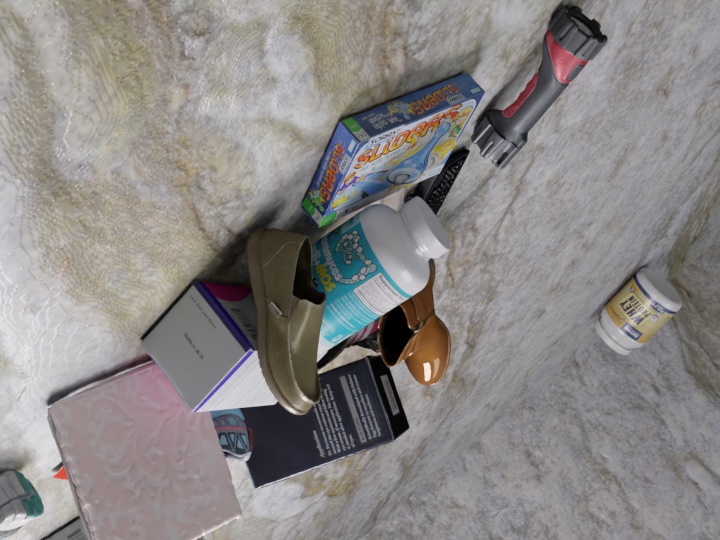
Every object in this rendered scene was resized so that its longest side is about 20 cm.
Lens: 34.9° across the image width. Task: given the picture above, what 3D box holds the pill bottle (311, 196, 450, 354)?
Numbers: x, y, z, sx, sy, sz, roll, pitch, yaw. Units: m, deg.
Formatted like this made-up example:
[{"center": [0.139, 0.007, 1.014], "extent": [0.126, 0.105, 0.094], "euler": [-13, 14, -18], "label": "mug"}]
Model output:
[{"center": [0.000, 0.000, 1.280], "extent": [0.199, 0.111, 0.111], "euler": [-33, 164, 15], "label": "pill bottle"}]

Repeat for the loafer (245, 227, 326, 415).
[{"center": [-0.070, 0.051, 1.197], "extent": [0.067, 0.202, 0.076], "euler": [-11, -176, 21], "label": "loafer"}]

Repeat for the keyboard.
[{"center": [0.085, -0.067, 1.487], "extent": [0.104, 0.040, 0.201], "euler": [-29, 157, -35], "label": "keyboard"}]

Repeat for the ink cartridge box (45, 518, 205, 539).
[{"center": [-0.320, 0.391, 1.532], "extent": [0.199, 0.146, 0.083], "euler": [-30, 160, -30], "label": "ink cartridge box"}]

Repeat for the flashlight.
[{"center": [0.205, -0.218, 1.359], "extent": [0.200, 0.068, 0.068], "euler": [-49, -166, 34], "label": "flashlight"}]

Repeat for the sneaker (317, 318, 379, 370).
[{"center": [-0.024, 0.087, 1.557], "extent": [0.200, 0.084, 0.121], "euler": [-41, 152, -6], "label": "sneaker"}]

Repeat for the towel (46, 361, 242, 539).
[{"center": [-0.232, 0.209, 1.251], "extent": [0.190, 0.202, 0.032], "euler": [-19, -177, -43], "label": "towel"}]

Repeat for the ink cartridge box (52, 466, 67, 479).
[{"center": [-0.257, 0.206, 1.399], "extent": [0.200, 0.050, 0.162], "euler": [-45, 161, -1], "label": "ink cartridge box"}]

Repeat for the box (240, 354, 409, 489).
[{"center": [-0.050, 0.201, 1.553], "extent": [0.198, 0.118, 0.197], "euler": [-20, 174, 7], "label": "box"}]

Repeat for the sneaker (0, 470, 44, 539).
[{"center": [-0.412, 0.263, 1.184], "extent": [0.091, 0.078, 0.200], "euler": [-40, 160, 8], "label": "sneaker"}]

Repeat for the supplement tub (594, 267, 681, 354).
[{"center": [0.719, 0.108, 2.982], "extent": [0.200, 0.145, 0.144], "euler": [-51, 159, 26], "label": "supplement tub"}]

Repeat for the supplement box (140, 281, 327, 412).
[{"center": [-0.137, 0.086, 1.288], "extent": [0.103, 0.101, 0.200], "euler": [-46, 161, 15], "label": "supplement box"}]

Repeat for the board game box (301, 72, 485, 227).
[{"center": [0.036, -0.133, 1.248], "extent": [0.199, 0.035, 0.136], "euler": [-27, 157, -37], "label": "board game box"}]

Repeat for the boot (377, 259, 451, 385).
[{"center": [0.069, 0.090, 1.493], "extent": [0.155, 0.076, 0.202], "euler": [-58, 152, -61], "label": "boot"}]

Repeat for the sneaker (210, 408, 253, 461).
[{"center": [-0.216, 0.235, 1.344], "extent": [0.199, 0.096, 0.079], "euler": [-34, 160, 2], "label": "sneaker"}]
